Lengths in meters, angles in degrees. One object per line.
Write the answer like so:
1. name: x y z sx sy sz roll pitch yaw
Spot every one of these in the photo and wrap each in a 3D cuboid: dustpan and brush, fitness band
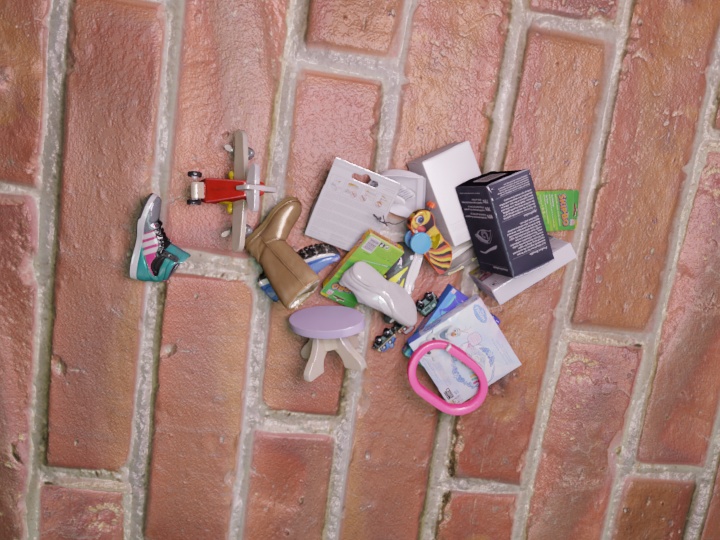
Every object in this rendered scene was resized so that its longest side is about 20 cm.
1. dustpan and brush: 0.045 -0.184 1.425 0.199 0.140 0.057 26 61 20
2. fitness band: 0.202 0.249 1.462 0.199 0.037 0.144 36 99 -10

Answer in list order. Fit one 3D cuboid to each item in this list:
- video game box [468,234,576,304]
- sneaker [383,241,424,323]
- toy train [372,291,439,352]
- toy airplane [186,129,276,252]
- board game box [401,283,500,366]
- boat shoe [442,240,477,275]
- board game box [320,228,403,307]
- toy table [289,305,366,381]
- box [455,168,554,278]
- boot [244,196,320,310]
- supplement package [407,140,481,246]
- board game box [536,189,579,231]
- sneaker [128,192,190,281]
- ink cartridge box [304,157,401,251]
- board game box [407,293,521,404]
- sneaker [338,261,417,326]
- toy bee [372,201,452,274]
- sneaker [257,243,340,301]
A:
1. video game box: 0.363 -0.011 1.442 0.199 0.182 0.047 -32 106 1
2. sneaker: 0.087 0.025 1.485 0.084 0.074 0.201 22 97 7
3. toy train: 0.109 0.128 1.509 0.200 0.034 0.046 -42 98 9
4. toy airplane: -0.261 -0.172 1.366 0.200 0.141 0.199 -47 70 18
5. board game box: 0.219 0.157 1.529 0.152 0.045 0.201 33 97 -11
6. boat shoe: 0.265 -0.056 1.482 0.201 0.072 0.061 -28 124 -7
7. board game box: 0.000 0.000 1.437 0.095 0.030 0.200 27 118 -26
8. toy table: -0.070 0.160 1.441 0.183 0.199 0.118 -25 114 -35
9. box: 0.297 -0.099 1.313 0.104 0.148 0.201 -23 103 -13
10. boot: -0.147 -0.039 1.385 0.175 0.066 0.200 -46 61 8
11. supplement package: 0.207 -0.173 1.419 0.119 0.121 0.201 -25 103 -7
12. board game box: 0.428 -0.139 1.478 0.198 0.030 0.096 -4 102 -22
13. sneaker: -0.433 -0.061 1.396 0.120 0.084 0.201 15 107 -4
14. ink cartridge box: -0.020 -0.143 1.414 0.161 0.050 0.201 20 116 -9
15. board game box: 0.245 0.192 1.493 0.198 0.043 0.201 -33 103 4
16. sneaker: 0.040 0.062 1.425 0.200 0.075 0.088 41 133 -15
17. toy bee: 0.142 -0.089 1.378 0.109 0.131 0.200 -48 129 5
18. sneaker: -0.133 0.008 1.456 0.199 0.079 0.090 -26 114 6
